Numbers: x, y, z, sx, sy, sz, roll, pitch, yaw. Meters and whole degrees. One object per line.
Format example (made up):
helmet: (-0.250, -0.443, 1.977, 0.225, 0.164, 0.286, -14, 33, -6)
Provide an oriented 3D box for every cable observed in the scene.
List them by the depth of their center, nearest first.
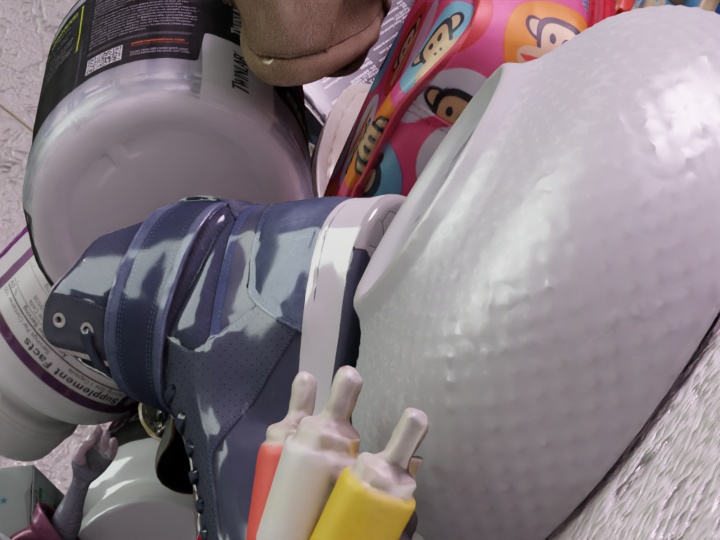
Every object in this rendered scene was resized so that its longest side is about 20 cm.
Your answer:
cable: (-0.032, 0.125, 0.608, 0.097, 0.050, 0.200, 13, 80, 63)

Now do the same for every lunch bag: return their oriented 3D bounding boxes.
lunch bag: (0.036, -0.055, 0.861, 0.176, 0.082, 0.200, -80, 15, -56)

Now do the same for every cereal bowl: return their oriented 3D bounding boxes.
cereal bowl: (0.056, -0.005, 0.673, 0.200, 0.083, 0.200, -58, 5, 7)

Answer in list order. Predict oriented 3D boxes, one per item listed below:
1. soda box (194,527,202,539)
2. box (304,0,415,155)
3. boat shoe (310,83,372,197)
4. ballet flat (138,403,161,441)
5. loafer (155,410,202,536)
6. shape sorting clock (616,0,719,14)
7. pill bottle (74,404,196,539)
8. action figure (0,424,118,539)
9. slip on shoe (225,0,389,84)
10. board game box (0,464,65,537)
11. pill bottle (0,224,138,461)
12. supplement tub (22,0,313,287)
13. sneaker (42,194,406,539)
soda box: (-0.055, 0.156, 0.831, 0.200, 0.068, 0.064, -58, 4, -10)
box: (0.025, -0.092, 1.172, 0.200, 0.086, 0.164, -37, -6, -31)
boat shoe: (0.000, 0.000, 0.991, 0.060, 0.072, 0.200, -49, 35, 47)
ballet flat: (-0.028, 0.038, 1.085, 0.200, 0.067, 0.057, -29, -5, -22)
loafer: (-0.071, 0.087, 0.954, 0.063, 0.072, 0.200, -27, 36, -4)
shape sorting clock: (0.104, -0.079, 0.912, 0.200, 0.039, 0.200, -57, 5, 7)
pill bottle: (-0.096, 0.131, 1.112, 0.116, 0.116, 0.200, -56, 5, 14)
action figure: (-0.151, 0.173, 0.974, 0.134, 0.200, 0.149, -28, -32, -48)
slip on shoe: (-0.019, -0.112, 0.866, 0.200, 0.076, 0.061, -87, -6, -83)
board game box: (-0.179, 0.201, 1.106, 0.200, 0.064, 0.148, 77, -172, -69)
pill bottle: (-0.136, 0.012, 1.105, 0.200, 0.112, 0.112, -43, 11, 24)
supplement tub: (-0.085, -0.064, 0.927, 0.123, 0.122, 0.200, -56, 18, 22)
sneaker: (-0.057, 0.068, 0.774, 0.077, 0.146, 0.203, 26, -108, -55)
